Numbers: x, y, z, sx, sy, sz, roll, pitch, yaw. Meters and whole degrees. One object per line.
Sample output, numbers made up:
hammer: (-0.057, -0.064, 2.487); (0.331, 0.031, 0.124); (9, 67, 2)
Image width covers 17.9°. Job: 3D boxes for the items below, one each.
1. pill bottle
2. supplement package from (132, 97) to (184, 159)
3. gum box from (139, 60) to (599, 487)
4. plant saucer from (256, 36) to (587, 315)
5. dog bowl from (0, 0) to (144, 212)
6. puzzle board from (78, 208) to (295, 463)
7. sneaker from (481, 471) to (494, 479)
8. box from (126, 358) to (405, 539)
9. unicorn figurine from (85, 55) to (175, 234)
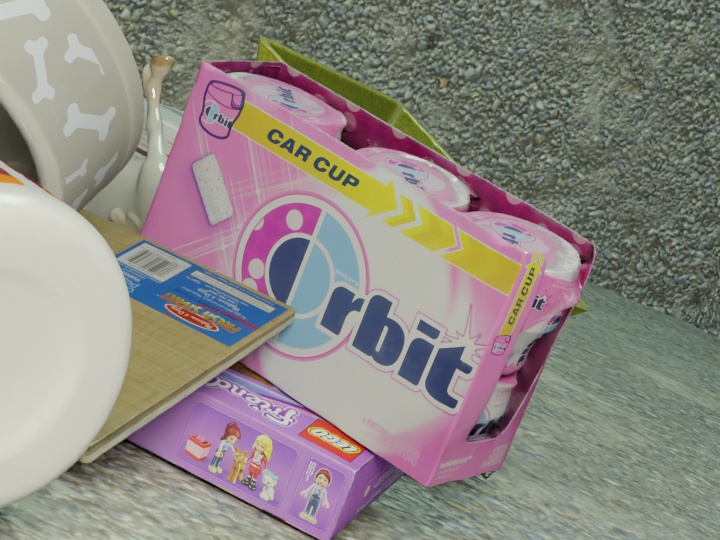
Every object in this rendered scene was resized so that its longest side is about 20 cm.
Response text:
pill bottle: (-0.170, -0.004, 0.785); (0.109, 0.110, 0.200); (20, 7, -39)
supplement package: (-0.094, -0.027, 1.425); (0.155, 0.111, 0.200); (27, 5, 24)
gum box: (0.000, 0.000, 1.018); (0.200, 0.114, 0.066); (32, 21, 28)
plant saucer: (0.027, -0.040, 1.383); (0.200, 0.048, 0.200); (48, 14, 24)
dog bowl: (-0.189, -0.076, 0.918); (0.199, 0.059, 0.200); (16, -36, 12)
puzzle board: (-0.150, 0.012, 0.981); (0.199, 0.017, 0.151); (25, 32, 23)
sneaker: (0.019, 0.048, 1.235); (0.140, 0.078, 0.200); (41, -1, 44)
box: (-0.072, 0.046, 1.053); (0.199, 0.039, 0.137); (26, 18, 13)
unicorn figurine: (-0.123, -0.048, 1.274); (0.074, 0.138, 0.200); (12, -12, -28)
